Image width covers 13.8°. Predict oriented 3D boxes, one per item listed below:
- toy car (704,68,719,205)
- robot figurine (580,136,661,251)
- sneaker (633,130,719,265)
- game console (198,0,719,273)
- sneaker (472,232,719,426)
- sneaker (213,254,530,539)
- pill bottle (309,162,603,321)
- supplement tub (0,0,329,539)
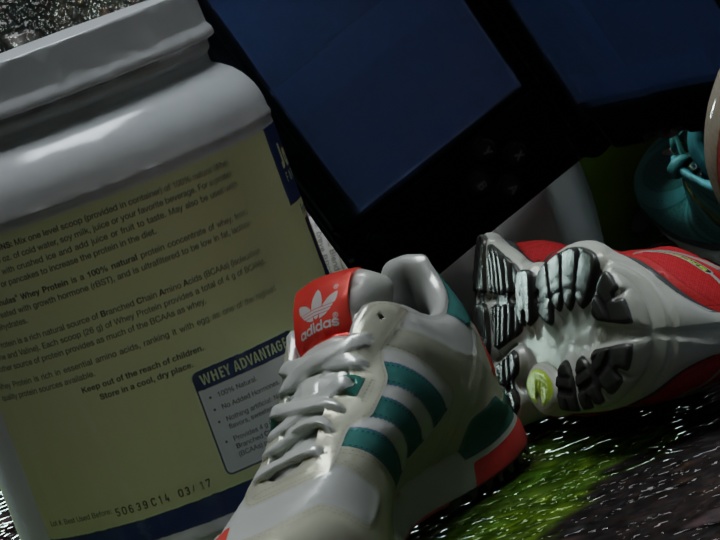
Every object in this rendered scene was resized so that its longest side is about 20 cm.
[{"bbox_3d":[0.215,-0.024,0.865,0.177,0.185,0.200,-22,36,-11],"label":"toy car"},{"bbox_3d":[0.064,-0.045,1.418,0.200,0.116,0.175,-18,-4,16],"label":"robot figurine"},{"bbox_3d":[0.162,-0.049,1.234,0.078,0.080,0.200,-66,17,-8],"label":"sneaker"},{"bbox_3d":[0.036,-0.099,1.134,0.172,0.200,0.119,-39,22,-7],"label":"game console"},{"bbox_3d":[0.095,0.025,1.104,0.085,0.077,0.200,-1,3,-17],"label":"sneaker"},{"bbox_3d":[-0.012,0.054,1.009,0.070,0.094,0.200,-16,9,31],"label":"sneaker"},{"bbox_3d":[0.000,0.000,1.288,0.200,0.112,0.112,-18,8,17],"label":"pill bottle"},{"bbox_3d":[-0.085,0.009,1.110,0.145,0.200,0.145,-20,8,3],"label":"supplement tub"}]
